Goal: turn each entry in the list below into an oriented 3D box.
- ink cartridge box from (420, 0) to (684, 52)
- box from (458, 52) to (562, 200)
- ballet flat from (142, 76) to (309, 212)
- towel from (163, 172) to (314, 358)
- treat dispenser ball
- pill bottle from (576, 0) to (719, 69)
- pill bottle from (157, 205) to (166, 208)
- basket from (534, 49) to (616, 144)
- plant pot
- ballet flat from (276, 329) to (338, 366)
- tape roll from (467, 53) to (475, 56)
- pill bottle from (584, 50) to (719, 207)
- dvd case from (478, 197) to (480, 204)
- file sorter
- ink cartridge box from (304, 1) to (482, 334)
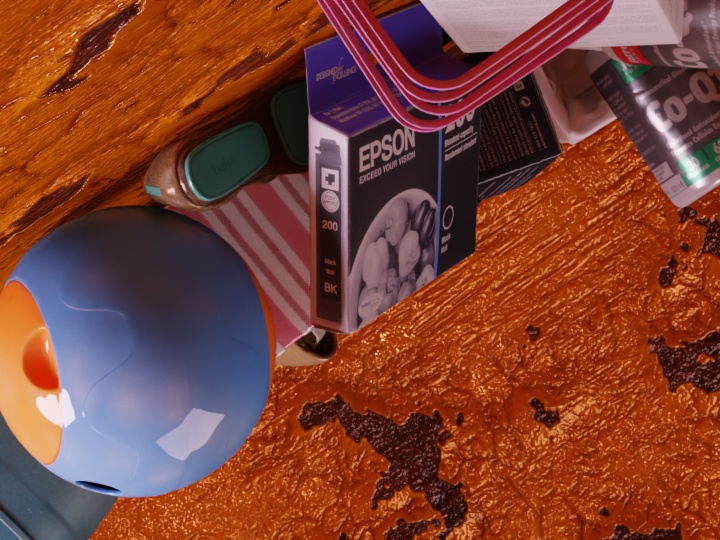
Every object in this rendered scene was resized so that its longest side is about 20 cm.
[{"bbox_3d":[0.125,-0.194,1.447,0.161,0.057,0.200,0,166,16],"label":"ink cartridge box"},{"bbox_3d":[0.050,-0.102,1.848,0.199,0.108,0.148,-21,175,-12],"label":"box"},{"bbox_3d":[-0.076,-0.088,1.511,0.072,0.068,0.200,-7,-162,45],"label":"ballet flat"},{"bbox_3d":[-0.076,-0.016,1.621,0.200,0.147,0.030,-39,-164,-1],"label":"towel"},{"bbox_3d":[-0.158,0.056,1.503,0.200,0.201,0.201,-33,178,-2],"label":"treat dispenser ball"},{"bbox_3d":[0.246,-0.213,1.665,0.199,0.115,0.114,7,-155,36],"label":"pill bottle"},{"bbox_3d":[-0.125,-0.006,1.741,0.200,0.117,0.116,-31,176,-45],"label":"pill bottle"},{"bbox_3d":[0.239,-0.225,2.092,0.199,0.136,0.123,-33,-178,-6],"label":"basket"},{"bbox_3d":[-0.283,0.143,1.938,0.188,0.200,0.200,-49,-178,-15],"label":"plant pot"},{"bbox_3d":[-0.064,-0.010,1.675,0.063,0.201,0.069,8,-136,37],"label":"ballet flat"},{"bbox_3d":[0.171,-0.247,1.853,0.202,0.037,0.203,-34,178,-1],"label":"tape roll"},{"bbox_3d":[0.260,-0.164,1.828,0.113,0.201,0.113,-34,178,-2],"label":"pill bottle"},{"bbox_3d":[0.000,0.000,1.805,0.142,0.018,0.200,-20,166,-34],"label":"dvd case"},{"bbox_3d":[0.047,-0.151,1.023,0.139,0.126,0.200,-34,178,-1],"label":"file sorter"},{"bbox_3d":[0.026,-0.080,1.543,0.043,0.201,0.198,10,-157,28],"label":"ink cartridge box"}]
